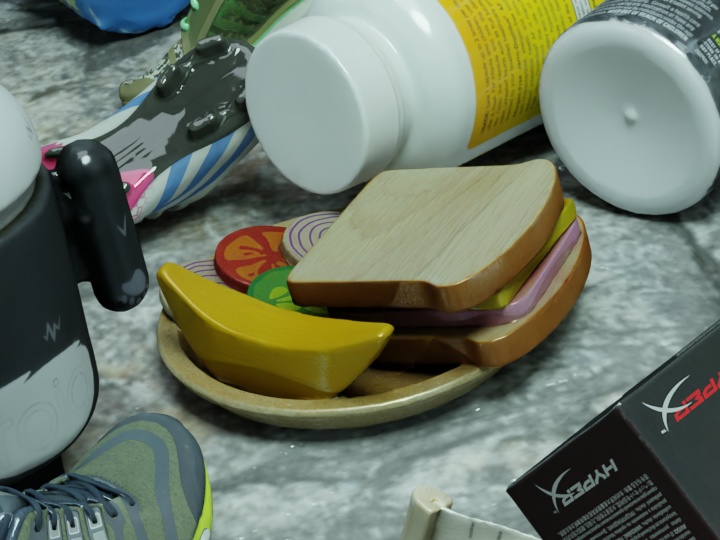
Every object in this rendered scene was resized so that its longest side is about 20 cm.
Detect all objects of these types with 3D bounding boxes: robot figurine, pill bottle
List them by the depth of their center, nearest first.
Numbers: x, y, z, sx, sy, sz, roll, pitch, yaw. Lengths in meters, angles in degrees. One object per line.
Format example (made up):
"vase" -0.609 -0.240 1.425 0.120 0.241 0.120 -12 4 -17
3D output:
"robot figurine" -0.176 0.012 0.866 0.124 0.201 0.150 8 34 28
"pill bottle" 0.185 -0.118 1.089 0.106 0.107 0.200 14 36 35
"pill bottle" 0.039 -0.111 1.093 0.112 0.114 0.199 18 34 40

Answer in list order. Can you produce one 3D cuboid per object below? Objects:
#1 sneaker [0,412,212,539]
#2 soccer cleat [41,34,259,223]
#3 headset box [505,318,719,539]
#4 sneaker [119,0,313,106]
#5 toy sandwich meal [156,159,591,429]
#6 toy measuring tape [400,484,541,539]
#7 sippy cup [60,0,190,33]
"sneaker" -0.120 0.108 0.804 0.073 0.081 0.200 6 33 25
"soccer cleat" -0.122 -0.043 1.101 0.199 0.086 0.070 -32 69 -3
"headset box" 0.166 0.099 0.656 0.148 0.077 0.200 -32 81 -34
"sneaker" -0.065 -0.155 1.196 0.199 0.089 0.077 -27 5 29
"toy sandwich meal" 0.000 0.000 0.970 0.204 0.071 0.206 -7 29 4
"toy measuring tape" 0.115 0.097 0.738 0.199 0.074 0.074 16 32 2
"sippy cup" -0.163 -0.221 1.350 0.177 0.140 0.130 -36 51 -8
